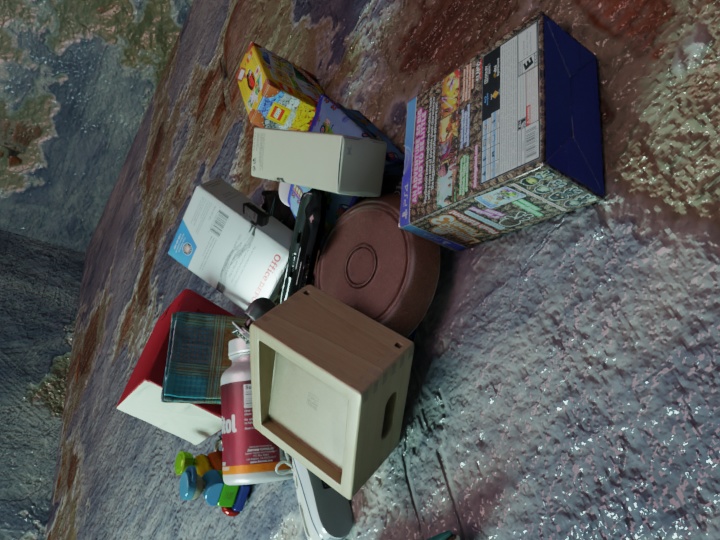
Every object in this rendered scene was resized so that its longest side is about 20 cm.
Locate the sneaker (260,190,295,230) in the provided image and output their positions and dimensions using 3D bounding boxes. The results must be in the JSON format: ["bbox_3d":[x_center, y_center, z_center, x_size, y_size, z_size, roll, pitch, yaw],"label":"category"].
[{"bbox_3d":[-0.184,-0.062,1.102,0.204,0.078,0.076,-63,34,18],"label":"sneaker"}]

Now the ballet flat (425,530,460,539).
[{"bbox_3d":[0.046,0.319,0.601,0.200,0.068,0.071,-43,42,44],"label":"ballet flat"}]

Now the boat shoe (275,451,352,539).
[{"bbox_3d":[-0.070,0.271,0.790,0.086,0.073,0.206,-49,49,36],"label":"boat shoe"}]

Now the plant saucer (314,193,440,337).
[{"bbox_3d":[0.008,-0.002,0.726,0.196,0.034,0.207,-13,70,38],"label":"plant saucer"}]

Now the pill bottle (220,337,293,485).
[{"bbox_3d":[-0.153,0.207,0.874,0.112,0.110,0.207,-25,65,49],"label":"pill bottle"}]

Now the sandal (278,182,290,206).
[{"bbox_3d":[-0.050,-0.129,0.952,0.202,0.059,0.082,10,80,36],"label":"sandal"}]

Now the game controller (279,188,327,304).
[{"bbox_3d":[-0.078,-0.011,0.819,0.105,0.041,0.205,-117,37,-57],"label":"game controller"}]

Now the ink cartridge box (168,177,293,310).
[{"bbox_3d":[-0.215,-0.041,1.026,0.147,0.198,0.084,-56,-2,23],"label":"ink cartridge box"}]

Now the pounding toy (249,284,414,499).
[{"bbox_3d":[-0.036,0.137,0.692,0.181,0.141,0.205,26,128,29],"label":"pounding toy"}]

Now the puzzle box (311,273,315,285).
[{"bbox_3d":[-0.070,0.076,0.876,0.199,0.025,0.138,-26,61,58],"label":"puzzle box"}]

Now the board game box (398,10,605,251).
[{"bbox_3d":[0.141,-0.132,0.618,0.198,0.095,0.165,-19,60,52],"label":"board game box"}]

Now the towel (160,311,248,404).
[{"bbox_3d":[-0.217,0.143,0.955,0.022,0.193,0.151,123,150,-60],"label":"towel"}]

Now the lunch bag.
[{"bbox_3d":[-0.038,-0.120,0.855,0.151,0.093,0.203,49,116,36],"label":"lunch bag"}]

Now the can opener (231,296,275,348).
[{"bbox_3d":[-0.107,0.087,0.765,0.053,0.200,0.068,32,83,19],"label":"can opener"}]

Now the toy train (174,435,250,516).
[{"bbox_3d":[-0.272,0.337,1.020,0.199,0.113,0.087,28,98,57],"label":"toy train"}]

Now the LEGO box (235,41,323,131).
[{"bbox_3d":[-0.141,-0.324,1.089,0.078,0.146,0.202,-54,37,25],"label":"LEGO box"}]

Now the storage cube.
[{"bbox_3d":[-0.304,0.177,1.050,0.199,0.169,0.183,-34,31,45],"label":"storage cube"}]

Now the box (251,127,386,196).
[{"bbox_3d":[-0.061,-0.146,0.770,0.197,0.081,0.071,20,106,47],"label":"box"}]

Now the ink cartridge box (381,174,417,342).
[{"bbox_3d":[0.047,-0.018,0.745,0.098,0.039,0.207,10,85,42],"label":"ink cartridge box"}]
